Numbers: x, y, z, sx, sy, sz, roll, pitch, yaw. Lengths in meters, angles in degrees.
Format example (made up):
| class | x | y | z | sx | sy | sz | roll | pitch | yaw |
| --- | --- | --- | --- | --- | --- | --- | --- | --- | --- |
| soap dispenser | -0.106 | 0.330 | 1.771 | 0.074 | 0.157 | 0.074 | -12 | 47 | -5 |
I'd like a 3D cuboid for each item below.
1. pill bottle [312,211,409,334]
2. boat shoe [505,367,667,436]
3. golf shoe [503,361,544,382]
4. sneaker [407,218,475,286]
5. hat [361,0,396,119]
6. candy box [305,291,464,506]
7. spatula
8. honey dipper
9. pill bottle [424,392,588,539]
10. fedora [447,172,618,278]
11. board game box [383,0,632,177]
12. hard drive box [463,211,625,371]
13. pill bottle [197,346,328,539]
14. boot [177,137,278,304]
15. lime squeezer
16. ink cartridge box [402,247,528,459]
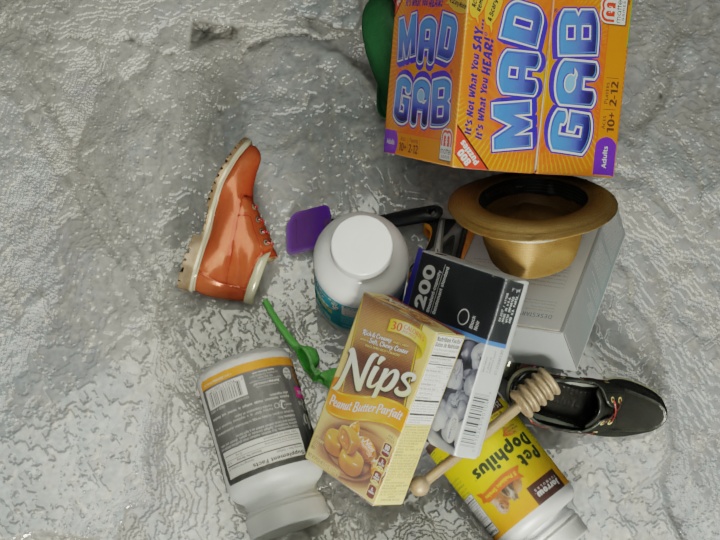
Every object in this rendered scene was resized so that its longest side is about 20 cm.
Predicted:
| class | x | y | z | sx | sy | sz | roll | pitch | yaw |
| --- | --- | --- | --- | --- | --- | --- | --- | --- | --- |
| pill bottle | 0.000 | 0.000 | 1.584 | 0.110 | 0.200 | 0.112 | 0 | 73 | -1 |
| boat shoe | 0.270 | 0.160 | 1.591 | 0.199 | 0.063 | 0.074 | 11 | 101 | -16 |
| golf shoe | 0.221 | 0.043 | 1.642 | 0.092 | 0.073 | 0.200 | 40 | 77 | 10 |
| sneaker | 0.089 | 0.026 | 1.649 | 0.077 | 0.078 | 0.201 | 15 | 67 | 11 |
| hat | 0.015 | -0.309 | 1.661 | 0.175 | 0.165 | 0.201 | 31 | 51 | -29 |
| candy box | 0.025 | 0.138 | 1.487 | 0.115 | 0.055 | 0.202 | 27 | 102 | 39 |
| spatula | 0.003 | -0.059 | 1.675 | 0.198 | 0.021 | 0.057 | -7 | 66 | 8 |
| honey dipper | 0.134 | 0.181 | 1.509 | 0.199 | 0.038 | 0.038 | -37 | 77 | -8 |
| pill bottle | 0.168 | 0.239 | 1.565 | 0.109 | 0.109 | 0.200 | -36 | 78 | -11 |
| fedora | 0.189 | -0.046 | 1.510 | 0.198 | 0.201 | 0.083 | -3 | 113 | -2 |
| board game box | 0.159 | -0.218 | 1.534 | 0.198 | 0.200 | 0.202 | 1 | 99 | -21 |
| hard drive box | 0.202 | 0.005 | 1.593 | 0.155 | 0.077 | 0.201 | 8 | 55 | 30 |
| pill bottle | -0.109 | 0.199 | 1.569 | 0.115 | 0.116 | 0.202 | -17 | 75 | -6 |
| boot | -0.142 | -0.058 | 1.671 | 0.106 | 0.075 | 0.202 | 17 | 82 | 1 |
| lime squeezer | -0.042 | 0.101 | 1.639 | 0.199 | 0.038 | 0.071 | 25 | 75 | 7 |
| ink cartridge box | 0.084 | 0.083 | 1.522 | 0.043 | 0.199 | 0.200 | 13 | 93 | -36 |
